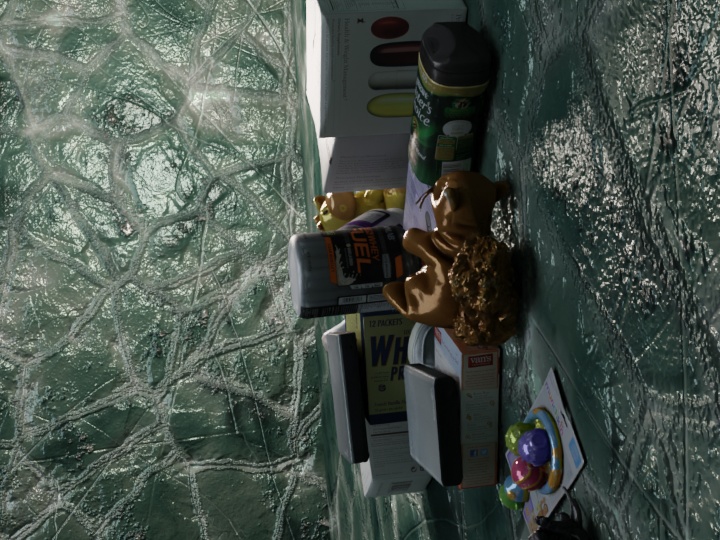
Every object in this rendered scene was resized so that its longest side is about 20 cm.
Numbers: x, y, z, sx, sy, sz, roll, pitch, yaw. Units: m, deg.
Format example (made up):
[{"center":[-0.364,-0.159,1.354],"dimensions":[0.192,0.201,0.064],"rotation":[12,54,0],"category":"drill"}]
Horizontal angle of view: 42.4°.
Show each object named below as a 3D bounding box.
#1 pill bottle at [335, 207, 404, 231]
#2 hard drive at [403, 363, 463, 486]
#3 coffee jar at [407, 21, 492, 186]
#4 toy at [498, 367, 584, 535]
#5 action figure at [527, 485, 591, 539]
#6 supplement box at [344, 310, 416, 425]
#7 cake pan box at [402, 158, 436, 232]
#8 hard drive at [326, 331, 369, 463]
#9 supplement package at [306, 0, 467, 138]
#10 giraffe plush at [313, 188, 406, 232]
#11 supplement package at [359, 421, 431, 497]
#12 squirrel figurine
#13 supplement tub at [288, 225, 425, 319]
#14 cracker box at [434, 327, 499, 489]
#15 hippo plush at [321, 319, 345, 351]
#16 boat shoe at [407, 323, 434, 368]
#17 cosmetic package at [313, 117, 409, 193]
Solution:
[{"center":[0.017,-0.037,1.549],"dimensions":[0.200,0.111,0.112],"rotation":[-35,-49,-53],"category":"pill bottle"},{"center":[0.099,0.207,1.285],"dimensions":[0.200,0.033,0.141],"rotation":[175,91,-81],"category":"hard drive"},{"center":[0.113,-0.213,1.199],"dimensions":[0.105,0.085,0.201],"rotation":[-104,13,-45],"category":"coffee jar"},{"center":[0.188,0.213,1.044],"dimensions":[0.201,0.047,0.116],"rotation":[97,164,-51],"category":"toy"},{"center":[0.191,0.322,0.913],"dimensions":[0.201,0.102,0.119],"rotation":[-59,-34,-15],"category":"action figure"},{"center":[0.055,0.131,1.557],"dimensions":[0.200,0.133,0.202],"rotation":[-148,53,-78],"category":"supplement box"},{"center":[0.108,-0.072,1.409],"dimensions":[0.201,0.052,0.185],"rotation":[-106,17,-52],"category":"cake pan box"},{"center":[-0.022,0.202,1.505],"dimensions":[0.140,0.033,0.202],"rotation":[162,102,-80],"category":"hard drive"},{"center":[0.029,-0.309,1.319],"dimensions":[0.148,0.198,0.192],"rotation":[-106,14,-50],"category":"supplement package"},{"center":[-0.004,-0.115,1.722],"dimensions":[0.173,0.161,0.202],"rotation":[-117,25,-67],"category":"giraffe plush"},{"center":[0.055,0.295,1.693],"dimensions":[0.117,0.116,0.201],"rotation":[101,163,-61],"category":"supplement package"},{"center":[0.134,-0.017,1.118],"dimensions":[0.200,0.141,0.188],"rotation":[50,135,51],"category":"squirrel figurine"},{"center":[0.000,0.000,1.342],"dimensions":[0.123,0.198,0.124],"rotation":[174,90,-79],"category":"supplement tub"},{"center":[0.144,0.176,1.272],"dimensions":[0.134,0.057,0.202],"rotation":[-119,26,-69],"category":"cracker box"},{"center":[0.044,0.123,1.745],"dimensions":[0.201,0.159,0.161],"rotation":[-55,21,-16],"category":"hippo plush"},{"center":[0.120,0.172,1.428],"dimensions":[0.071,0.070,0.203],"rotation":[13,108,62],"category":"boat shoe"},{"center":[0.017,-0.246,1.527],"dimensions":[0.200,0.164,0.166],"rotation":[108,155,-67],"category":"cosmetic package"}]
